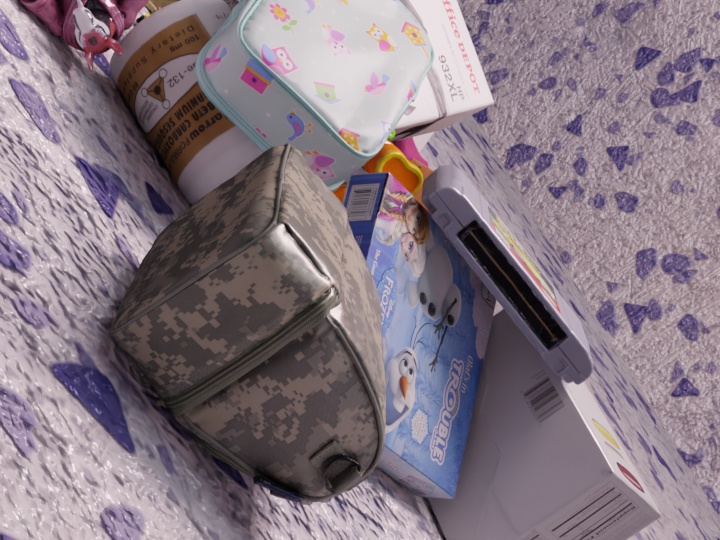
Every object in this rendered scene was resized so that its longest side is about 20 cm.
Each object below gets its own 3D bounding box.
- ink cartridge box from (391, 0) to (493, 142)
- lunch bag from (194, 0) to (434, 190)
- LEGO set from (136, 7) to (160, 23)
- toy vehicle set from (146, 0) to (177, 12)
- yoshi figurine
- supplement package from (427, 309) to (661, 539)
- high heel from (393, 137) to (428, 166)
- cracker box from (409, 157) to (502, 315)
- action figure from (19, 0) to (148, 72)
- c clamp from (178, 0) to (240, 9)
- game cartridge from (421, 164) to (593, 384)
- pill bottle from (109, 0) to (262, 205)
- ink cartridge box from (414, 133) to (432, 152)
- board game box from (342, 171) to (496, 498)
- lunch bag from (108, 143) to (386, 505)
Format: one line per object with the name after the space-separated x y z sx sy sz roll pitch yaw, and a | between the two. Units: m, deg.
0.020 -0.200 1.450 0.200 0.084 0.146 -19 88 -47 | ink cartridge box
-0.034 -0.167 1.179 0.160 0.077 0.200 41 40 -11 | lunch bag
-0.110 -0.193 1.430 0.200 0.116 0.154 54 12 1 | LEGO set
-0.141 -0.276 1.523 0.200 0.124 0.027 46 25 -36 | toy vehicle set
-0.032 -0.093 1.314 0.112 0.112 0.200 -6 31 -38 | yoshi figurine
0.137 0.161 1.318 0.111 0.156 0.200 41 17 -48 | supplement package
0.058 -0.165 1.591 0.201 0.096 0.067 63 -6 -10 | high heel
0.097 0.003 1.433 0.134 0.058 0.200 39 -20 57 | cracker box
-0.230 -0.231 1.204 0.149 0.133 0.201 116 -35 -54 | action figure
-0.096 -0.209 1.289 0.200 0.027 0.171 38 -14 -19 | c clamp
0.125 -0.001 1.274 0.200 0.041 0.133 51 7 -8 | game cartridge
-0.108 -0.111 1.219 0.200 0.114 0.114 57 12 13 | pill bottle
-0.020 -0.207 1.703 0.146 0.084 0.200 39 -7 -38 | ink cartridge box
0.035 0.056 1.221 0.199 0.043 0.201 42 55 -48 | board game box
-0.052 0.039 0.956 0.168 0.139 0.200 50 13 -16 | lunch bag
